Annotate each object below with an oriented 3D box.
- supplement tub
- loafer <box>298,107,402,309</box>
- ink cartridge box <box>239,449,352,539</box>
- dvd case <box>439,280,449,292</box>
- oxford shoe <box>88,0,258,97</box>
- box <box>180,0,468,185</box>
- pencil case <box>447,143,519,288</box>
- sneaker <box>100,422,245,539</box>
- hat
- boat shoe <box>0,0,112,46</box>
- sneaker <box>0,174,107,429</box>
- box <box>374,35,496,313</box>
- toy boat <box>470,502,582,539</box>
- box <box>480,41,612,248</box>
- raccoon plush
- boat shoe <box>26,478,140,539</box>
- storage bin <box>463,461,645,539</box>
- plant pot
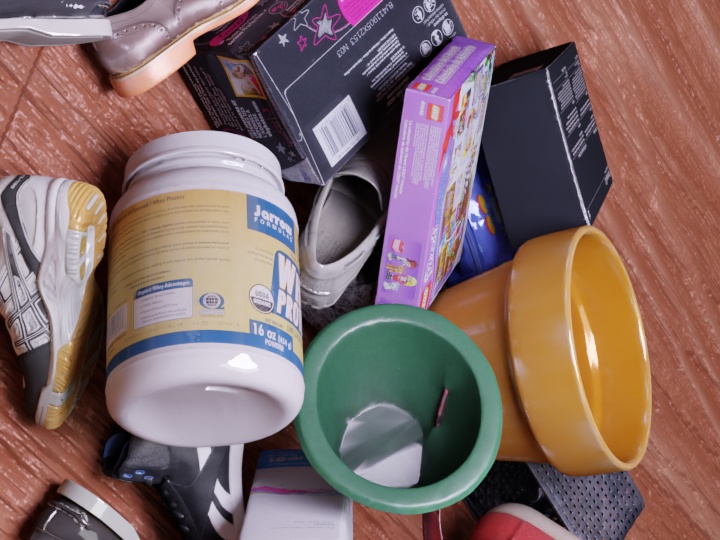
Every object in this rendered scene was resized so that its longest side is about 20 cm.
[{"bbox_3d":[-0.115,0.014,1.229,0.144,0.144,0.202,24,52,-42],"label":"supplement tub"},{"bbox_3d":[0.003,-0.059,1.329,0.069,0.070,0.201,27,59,-2],"label":"loafer"},{"bbox_3d":[-0.049,0.243,1.317,0.084,0.200,0.146,0,104,0],"label":"ink cartridge box"},{"bbox_3d":[0.092,0.000,1.544,0.199,0.022,0.148,-4,98,-41],"label":"dvd case"},{"bbox_3d":[-0.129,-0.221,1.276,0.200,0.071,0.073,-48,120,-28],"label":"oxford shoe"},{"bbox_3d":[-0.031,-0.181,1.342,0.200,0.114,0.133,-46,125,-27],"label":"box"},{"bbox_3d":[0.084,-0.071,1.460,0.202,0.077,0.087,68,22,-16],"label":"pencil case"},{"bbox_3d":[-0.152,0.174,1.316,0.111,0.073,0.202,-6,107,-25],"label":"sneaker"},{"bbox_3d":[0.018,0.155,1.331,0.164,0.177,0.202,7,59,-5],"label":"hat"},{"bbox_3d":[-0.262,-0.189,1.151,0.198,0.074,0.061,-6,91,-36],"label":"boat shoe"},{"bbox_3d":[-0.237,0.019,1.214,0.076,0.087,0.202,-61,162,-63],"label":"sneaker"},{"bbox_3d":[0.060,-0.072,1.339,0.137,0.039,0.202,-52,154,-59],"label":"box"},{"bbox_3d":[0.135,0.318,1.519,0.131,0.130,0.201,-46,158,-36],"label":"toy boat"},{"bbox_3d":[0.164,-0.115,1.481,0.200,0.078,0.143,-44,117,-70],"label":"box"},{"bbox_3d":[0.000,0.000,1.440,0.134,0.096,0.201,-56,157,-38],"label":"raccoon plush"},{"bbox_3d":[-0.178,0.244,1.293,0.201,0.071,0.061,48,68,-28],"label":"boat shoe"},{"bbox_3d":[0.162,0.184,1.555,0.094,0.134,0.201,-50,125,-26],"label":"storage bin"},{"bbox_3d":[0.126,0.078,1.392,0.200,0.182,0.202,36,48,-55],"label":"plant pot"}]
